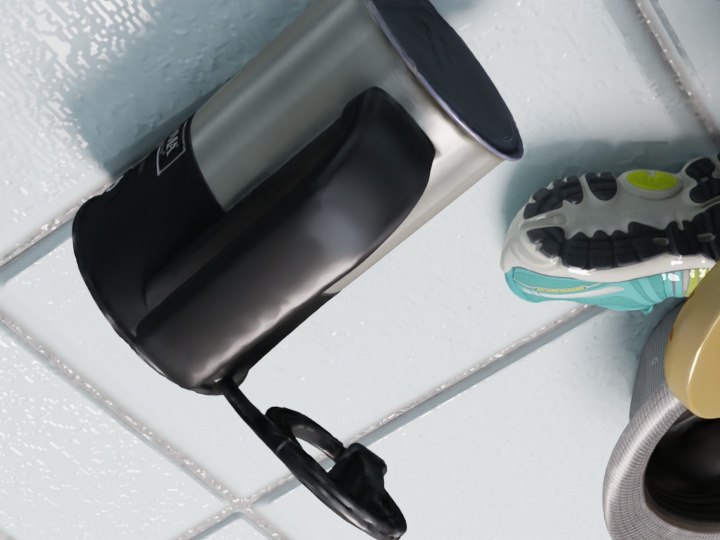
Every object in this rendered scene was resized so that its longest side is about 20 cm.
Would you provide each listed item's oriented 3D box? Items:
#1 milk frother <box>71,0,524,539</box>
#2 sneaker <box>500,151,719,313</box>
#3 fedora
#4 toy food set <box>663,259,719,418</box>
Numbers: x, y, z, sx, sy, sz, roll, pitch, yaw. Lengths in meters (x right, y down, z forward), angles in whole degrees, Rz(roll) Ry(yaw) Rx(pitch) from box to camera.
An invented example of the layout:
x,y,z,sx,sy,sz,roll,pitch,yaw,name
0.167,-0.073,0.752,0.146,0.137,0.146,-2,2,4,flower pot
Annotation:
x,y,z,sx,sy,sz,roll,pitch,yaw,name
0.000,0.000,0.629,0.188,0.182,0.200,-38,125,21,milk frother
0.172,-0.015,0.744,0.197,0.078,0.080,0,152,-9,sneaker
0.221,0.079,0.809,0.175,0.091,0.201,15,122,-25,fedora
0.225,-0.022,0.640,0.197,0.048,0.202,-7,119,-50,toy food set
